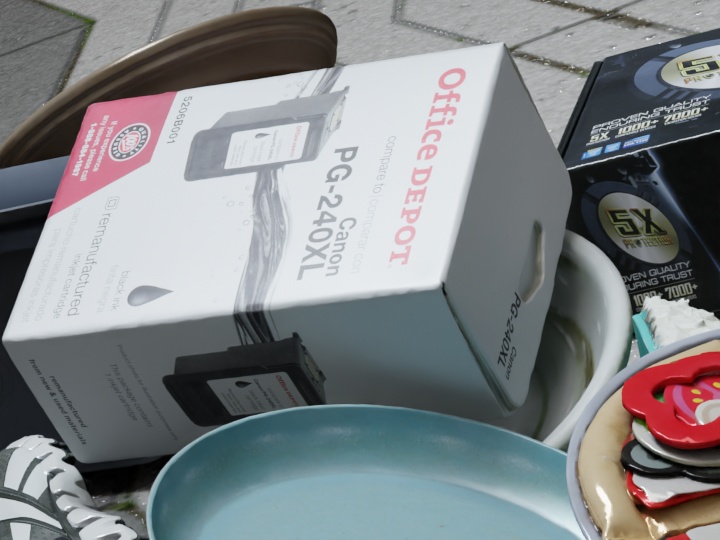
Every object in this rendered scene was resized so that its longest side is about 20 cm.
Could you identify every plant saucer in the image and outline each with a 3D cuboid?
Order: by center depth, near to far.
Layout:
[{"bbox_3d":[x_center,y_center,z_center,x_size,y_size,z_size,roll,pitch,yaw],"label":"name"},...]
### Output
[{"bbox_3d":[0.021,0.108,1.062,0.199,0.028,0.200,9,25,-4],"label":"plant saucer"},{"bbox_3d":[0.023,0.058,1.238,0.199,0.050,0.200,-16,35,12],"label":"plant saucer"},{"bbox_3d":[-0.097,-0.071,1.532,0.200,0.030,0.200,-26,-14,-7],"label":"plant saucer"}]

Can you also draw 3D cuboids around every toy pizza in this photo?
[{"bbox_3d":[0.170,0.068,1.014,0.199,0.032,0.200,2,34,-1],"label":"toy pizza"}]

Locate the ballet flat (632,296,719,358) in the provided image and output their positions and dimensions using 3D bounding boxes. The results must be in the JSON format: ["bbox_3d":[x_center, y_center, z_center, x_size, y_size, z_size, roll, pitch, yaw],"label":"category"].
[{"bbox_3d":[0.146,0.069,1.113,0.072,0.072,0.200,-17,26,5],"label":"ballet flat"}]

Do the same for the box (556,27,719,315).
[{"bbox_3d":[0.201,-0.057,1.376,0.199,0.086,0.164,-13,19,18],"label":"box"}]

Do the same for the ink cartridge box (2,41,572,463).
[{"bbox_3d":[-0.027,-0.007,1.229,0.199,0.084,0.146,-8,43,24],"label":"ink cartridge box"}]

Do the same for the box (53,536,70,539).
[{"bbox_3d":[-0.040,0.182,0.747,0.079,0.201,0.141,-29,22,-28],"label":"box"}]

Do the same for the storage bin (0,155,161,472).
[{"bbox_3d":[-0.157,0.023,1.419,0.199,0.135,0.146,-9,12,26],"label":"storage bin"}]

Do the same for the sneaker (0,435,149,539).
[{"bbox_3d":[-0.144,0.123,1.236,0.090,0.067,0.200,-22,20,-16],"label":"sneaker"}]
